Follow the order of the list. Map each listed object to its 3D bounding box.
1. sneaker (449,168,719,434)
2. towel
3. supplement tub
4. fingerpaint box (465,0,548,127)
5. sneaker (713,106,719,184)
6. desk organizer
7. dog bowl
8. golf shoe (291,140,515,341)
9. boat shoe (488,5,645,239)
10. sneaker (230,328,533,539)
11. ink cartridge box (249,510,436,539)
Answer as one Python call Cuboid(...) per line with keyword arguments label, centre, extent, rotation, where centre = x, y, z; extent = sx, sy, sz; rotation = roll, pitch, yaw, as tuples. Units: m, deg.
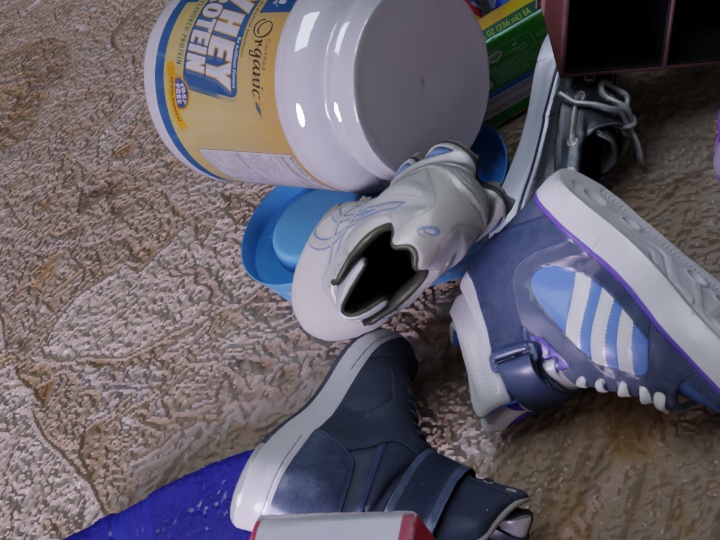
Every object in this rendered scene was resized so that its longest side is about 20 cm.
Cuboid(label="sneaker", centre=(0.134, 0.055, 0.820), extent=(0.200, 0.081, 0.146), rotation=(48, 117, 26))
Cuboid(label="towel", centre=(-0.106, 0.197, 0.872), extent=(0.200, 0.050, 0.148), rotation=(-28, 48, 11))
Cuboid(label="supplement tub", centre=(-0.030, -0.125, 0.959), extent=(0.200, 0.145, 0.145), rotation=(8, 57, 45))
Cuboid(label="fingerpaint box", centre=(0.118, -0.204, 1.061), extent=(0.200, 0.073, 0.167), rotation=(-28, 40, 11))
Cuboid(label="sneaker", centre=(0.235, -0.077, 0.809), extent=(0.080, 0.088, 0.200), rotation=(-19, 18, 28))
Cuboid(label="desk organizer", centre=(0.214, -0.176, 0.908), extent=(0.200, 0.072, 0.077), rotation=(-5, 48, -1))
Cuboid(label="dog bowl", centre=(0.016, -0.031, 0.991), extent=(0.200, 0.050, 0.112), rotation=(-15, 45, 24))
Cuboid(label="golf shoe", centre=(0.000, 0.000, 0.870), extent=(0.097, 0.078, 0.200), rotation=(-48, 2, -40))
Cuboid(label="boat shoe", centre=(0.142, -0.086, 0.933), extent=(0.068, 0.074, 0.199), rotation=(3, 57, 35))
Cuboid(label="sneaker", centre=(0.034, 0.111, 0.829), extent=(0.146, 0.077, 0.202), rotation=(19, 29, 14))
Cuboid(label="ink cartridge box", centre=(0.015, 0.218, 0.641), extent=(0.083, 0.200, 0.145), rotation=(-8, 48, 25))
